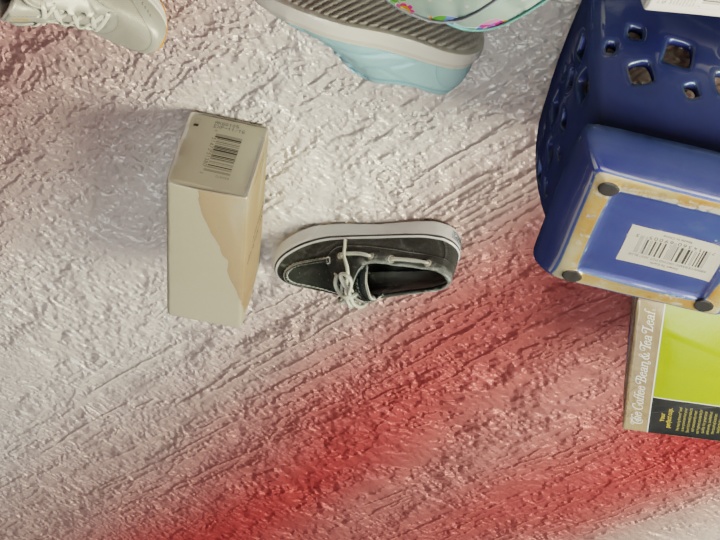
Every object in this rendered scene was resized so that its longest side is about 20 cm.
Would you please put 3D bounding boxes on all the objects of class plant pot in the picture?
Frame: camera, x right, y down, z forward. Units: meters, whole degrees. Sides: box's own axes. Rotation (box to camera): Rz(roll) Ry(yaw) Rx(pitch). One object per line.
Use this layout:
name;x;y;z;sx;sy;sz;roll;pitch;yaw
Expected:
plant pot;0.244;-0.086;1.238;0.198;0.181;0.201;13;145;-1

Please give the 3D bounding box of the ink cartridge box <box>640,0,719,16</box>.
ink cartridge box;0.311;-0.232;1.130;0.198;0.042;0.120;4;144;-16

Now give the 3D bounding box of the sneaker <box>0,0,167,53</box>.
sneaker;-0.257;-0.226;1.303;0.199;0.093;0.076;29;140;-18

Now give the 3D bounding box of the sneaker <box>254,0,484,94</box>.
sneaker;-0.003;-0.190;1.284;0.198;0.074;0.082;20;138;-6

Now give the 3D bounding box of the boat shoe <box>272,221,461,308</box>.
boat shoe;0.001;0.002;1.519;0.197;0.068;0.074;-2;139;20

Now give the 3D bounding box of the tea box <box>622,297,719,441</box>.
tea box;0.342;0.048;1.417;0.195;0.134;0.201;6;141;9

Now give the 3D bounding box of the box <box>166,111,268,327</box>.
box;-0.137;-0.044;1.488;0.077;0.096;0.201;11;143;2

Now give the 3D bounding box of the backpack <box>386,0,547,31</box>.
backpack;0.074;-0.266;1.110;0.199;0.154;0.175;32;133;-30
